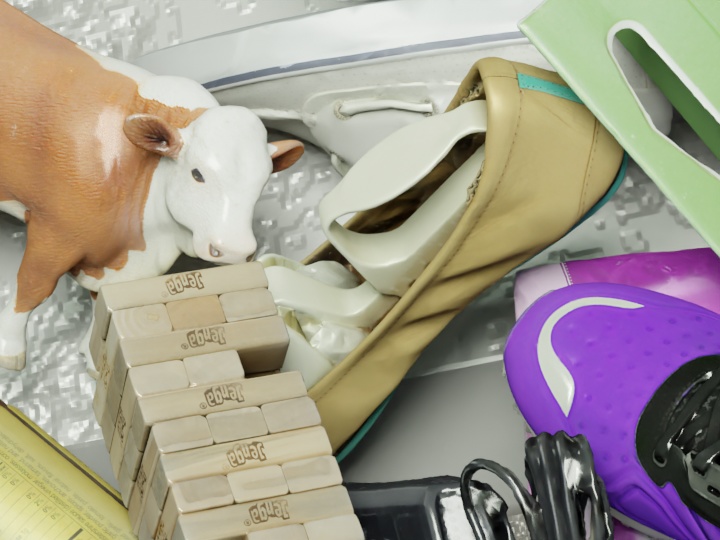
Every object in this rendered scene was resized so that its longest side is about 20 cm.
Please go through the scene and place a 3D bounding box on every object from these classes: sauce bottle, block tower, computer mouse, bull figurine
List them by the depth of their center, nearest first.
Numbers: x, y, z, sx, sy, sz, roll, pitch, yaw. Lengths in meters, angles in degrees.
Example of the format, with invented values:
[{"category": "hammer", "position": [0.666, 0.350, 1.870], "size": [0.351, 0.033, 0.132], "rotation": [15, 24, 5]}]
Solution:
[{"category": "block tower", "position": [-0.026, 0.096, 0.791], "size": [0.058, 0.054, 0.201], "rotation": [-9, 59, -18]}, {"category": "computer mouse", "position": [0.017, 0.113, 0.833], "size": [0.200, 0.053, 0.139], "rotation": [2, 89, 52]}, {"category": "sauce bottle", "position": [-0.125, 0.073, 0.867], "size": [0.200, 0.065, 0.065], "rotation": [38, 83, 21]}, {"category": "bull figurine", "position": [-0.110, -0.034, 0.923], "size": [0.200, 0.065, 0.122], "rotation": [34, 112, 27]}]

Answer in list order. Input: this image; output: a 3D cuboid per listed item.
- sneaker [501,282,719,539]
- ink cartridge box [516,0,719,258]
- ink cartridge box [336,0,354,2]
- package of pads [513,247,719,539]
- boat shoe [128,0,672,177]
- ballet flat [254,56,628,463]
[{"category": "sneaker", "position": [0.125, 0.056, 0.751], "size": [0.200, 0.100, 0.070], "rotation": [36, 77, 19]}, {"category": "ink cartridge box", "position": [0.139, -0.087, 0.853], "size": [0.200, 0.059, 0.104], "rotation": [-41, 91, -23]}, {"category": "ink cartridge box", "position": [0.018, -0.205, 0.933], "size": [0.146, 0.084, 0.200], "rotation": [-26, 44, 3]}, {"category": "package of pads", "position": [0.115, 0.092, 0.836], "size": [0.120, 0.076, 0.201], "rotation": [-6, 69, 9]}, {"category": "boat shoe", "position": [0.013, -0.057, 0.923], "size": [0.199, 0.071, 0.070], "rotation": [-7, 95, 20]}, {"category": "ballet flat", "position": [0.000, 0.000, 0.862], "size": [0.200, 0.063, 0.069], "rotation": [-45, 39, 28]}]
